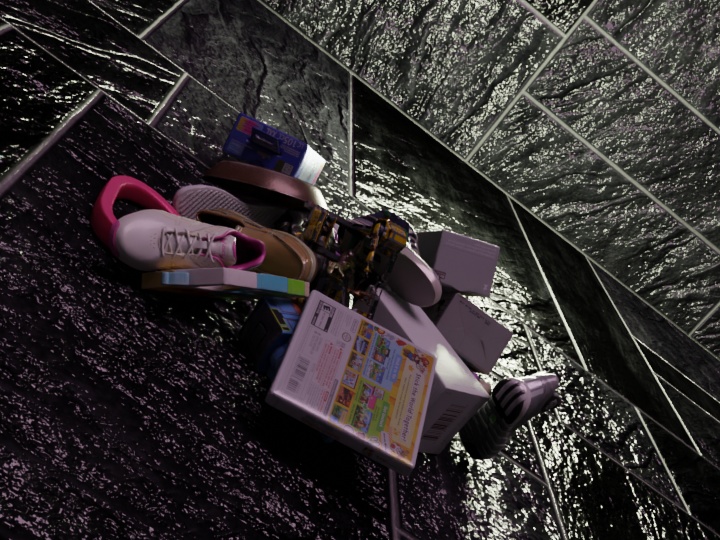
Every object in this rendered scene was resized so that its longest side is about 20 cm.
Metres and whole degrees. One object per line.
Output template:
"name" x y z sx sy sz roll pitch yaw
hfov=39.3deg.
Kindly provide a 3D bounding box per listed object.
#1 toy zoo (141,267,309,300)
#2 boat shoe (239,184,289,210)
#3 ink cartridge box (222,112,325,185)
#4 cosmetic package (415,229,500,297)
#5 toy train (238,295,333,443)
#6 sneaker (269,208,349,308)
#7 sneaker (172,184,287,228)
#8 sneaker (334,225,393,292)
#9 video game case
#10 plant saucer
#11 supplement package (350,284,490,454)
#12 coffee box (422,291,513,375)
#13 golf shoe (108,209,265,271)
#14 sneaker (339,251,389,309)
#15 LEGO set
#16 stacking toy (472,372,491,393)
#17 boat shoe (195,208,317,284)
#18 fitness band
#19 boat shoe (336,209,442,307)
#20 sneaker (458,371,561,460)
"toy zoo" -0.170 0.016 1.217 0.130 0.021 0.199 -3 -8 33
"boat shoe" -0.119 -0.108 1.685 0.199 0.076 0.074 33 13 -22
"ink cartridge box" -0.148 -0.198 1.716 0.135 0.077 0.200 26 2 8
"cosmetic package" 0.126 -0.010 1.586 0.106 0.091 0.200 15 -7 -20
"toy train" -0.065 0.119 1.231 0.113 0.087 0.201 9 36 -43
"sneaker" -0.081 -0.003 1.457 0.113 0.076 0.202 11 58 -44
"sneaker" -0.211 -0.090 1.490 0.199 0.073 0.114 15 11 -44
"sneaker" -0.038 0.002 1.588 0.200 0.073 0.114 42 31 9
"video game case" -0.004 0.126 1.177 0.181 0.023 0.201 28 34 -6
"plant saucer" -0.141 -0.129 1.534 0.198 0.035 0.200 15 -4 1
"supplement package" 0.060 0.136 1.383 0.117 0.117 0.201 18 29 -50
"coffee box" 0.144 0.095 1.590 0.113 0.080 0.200 35 -8 -10
"golf shoe" -0.200 -0.033 1.195 0.091 0.076 0.199 -1 -5 45
"sneaker" 0.000 0.000 1.510 0.099 0.071 0.200 38 35 -3
"LEGO set" -0.039 -0.004 1.345 0.115 0.202 0.153 25 2 -37
"stacking toy" 0.098 0.143 1.520 0.199 0.086 0.085 39 17 14
"boat shoe" -0.145 -0.031 1.325 0.199 0.072 0.076 23 0 36
"fitness band" -0.275 -0.058 1.299 0.143 0.038 0.200 34 17 -18
"boat shoe" 0.063 -0.026 1.442 0.092 0.075 0.200 -24 49 -37
"sneaker" 0.221 0.200 1.408 0.114 0.200 0.076 -14 67 -27
